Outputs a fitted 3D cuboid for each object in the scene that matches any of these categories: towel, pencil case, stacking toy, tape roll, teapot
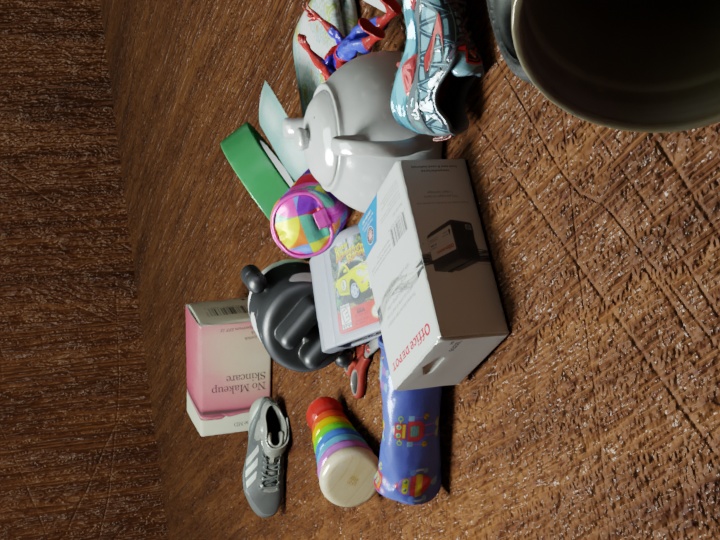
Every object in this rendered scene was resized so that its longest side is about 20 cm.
[{"bbox_3d":[-0.037,-0.261,1.816,0.171,0.048,0.203,142,121,-66],"label":"towel"},{"bbox_3d":[-0.047,-0.081,1.680,0.200,0.087,0.090,-59,-27,-66],"label":"pencil case"},{"bbox_3d":[-0.031,0.228,1.883,0.200,0.084,0.086,-117,28,-62],"label":"stacking toy"},{"bbox_3d":[-0.112,-0.106,1.901,0.201,0.048,0.200,54,-177,-4],"label":"tape roll"},{"bbox_3d":[0.055,0.162,1.584,0.087,0.077,0.203,-90,1,-71],"label":"pencil case"},{"bbox_3d":[-0.001,-0.150,1.570,0.201,0.144,0.199,112,147,-53],"label":"teapot"}]

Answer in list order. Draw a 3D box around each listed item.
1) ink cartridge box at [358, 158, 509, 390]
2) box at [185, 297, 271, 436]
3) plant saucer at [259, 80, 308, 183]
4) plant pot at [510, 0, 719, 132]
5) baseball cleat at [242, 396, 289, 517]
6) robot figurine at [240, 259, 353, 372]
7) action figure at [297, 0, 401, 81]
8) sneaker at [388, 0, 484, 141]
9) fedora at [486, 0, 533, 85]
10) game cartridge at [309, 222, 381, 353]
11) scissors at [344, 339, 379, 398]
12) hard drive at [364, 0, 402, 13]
[{"bbox_3d":[0.072,0.006,1.473,0.145,0.083,0.202,125,137,-58],"label":"ink cartridge box"},{"bbox_3d":[-0.221,0.160,2.358,0.109,0.126,0.203,-136,43,-62],"label":"box"},{"bbox_3d":[-0.089,-0.154,1.859,0.202,0.038,0.201,59,180,1],"label":"plant saucer"},{"bbox_3d":[0.196,-0.221,0.920,0.201,0.197,0.175,109,169,-51],"label":"plant pot"},{"bbox_3d":[-0.152,0.308,2.275,0.106,0.069,0.203,-167,72,-72],"label":"baseball cleat"},{"bbox_3d":[-0.082,0.060,1.839,0.200,0.123,0.152,-133,33,-69],"label":"robot figurine"},{"bbox_3d":[-0.030,-0.280,1.639,0.066,0.099,0.200,-54,6,-21],"label":"action figure"},{"bbox_3d":[0.094,-0.228,1.406,0.095,0.079,0.202,30,124,40],"label":"sneaker"},{"bbox_3d":[0.166,-0.249,1.108,0.200,0.090,0.204,173,90,-73],"label":"fedora"},{"bbox_3d":[0.008,0.013,1.659,0.199,0.040,0.135,-24,67,50],"label":"game cartridge"},{"bbox_3d":[0.007,0.099,1.817,0.201,0.014,0.074,111,151,-57],"label":"scissors"},{"bbox_3d":[-0.002,-0.392,1.649,0.200,0.026,0.134,41,134,52],"label":"hard drive"}]
